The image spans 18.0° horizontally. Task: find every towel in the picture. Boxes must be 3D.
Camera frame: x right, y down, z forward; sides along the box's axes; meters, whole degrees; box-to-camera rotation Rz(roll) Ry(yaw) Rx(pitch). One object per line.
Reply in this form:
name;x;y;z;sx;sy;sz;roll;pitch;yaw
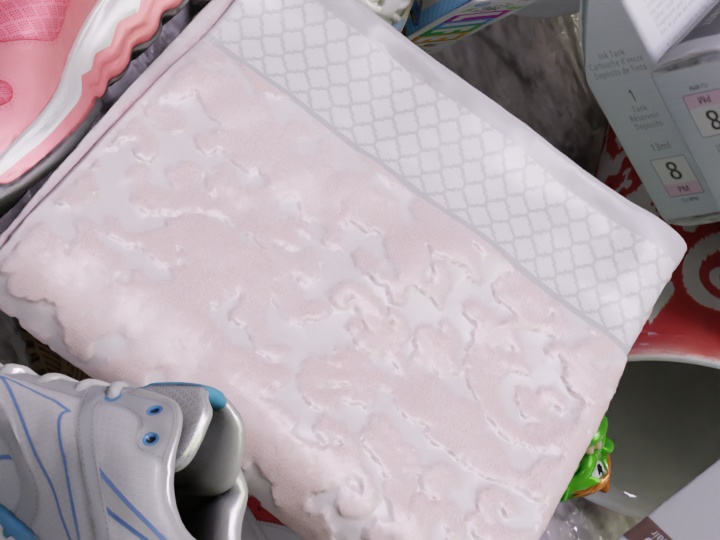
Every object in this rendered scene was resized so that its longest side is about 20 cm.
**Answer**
towel;0.000;0.000;0.768;0.200;0.032;0.191;37;53;-3

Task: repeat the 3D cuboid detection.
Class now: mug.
mug;0.154;0.009;1.046;0.178;0.133;0.201;93;9;-55

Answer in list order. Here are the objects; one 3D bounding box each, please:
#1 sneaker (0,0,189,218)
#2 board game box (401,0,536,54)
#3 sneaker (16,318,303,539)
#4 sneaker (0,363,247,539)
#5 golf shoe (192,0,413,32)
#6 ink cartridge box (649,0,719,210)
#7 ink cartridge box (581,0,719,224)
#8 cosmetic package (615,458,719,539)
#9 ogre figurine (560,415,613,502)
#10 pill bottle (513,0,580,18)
sneaker;-0.122;-0.080;0.750;0.087;0.074;0.200;41;49;-12
board game box;0.021;-0.193;0.896;0.034;0.134;0.201;-9;88;-17
sneaker;-0.037;0.068;0.805;0.112;0.071;0.201;-33;105;-47
sneaker;-0.080;0.057;0.668;0.087;0.200;0.075;-49;150;4
golf shoe;-0.014;-0.098;0.855;0.078;0.097;0.201;-14;94;-54
ink cartridge box;0.215;-0.045;0.931;0.163;0.057;0.200;-45;110;-36
ink cartridge box;0.138;-0.146;0.945;0.163;0.057;0.200;-46;110;-35
cosmetic package;0.136;0.153;0.895;0.200;0.102;0.074;-36;139;-13
ogre figurine;0.040;0.049;0.885;0.200;0.098;0.120;-119;-170;-60
pill bottle;0.093;-0.214;1.006;0.113;0.112;0.201;45;49;-36
